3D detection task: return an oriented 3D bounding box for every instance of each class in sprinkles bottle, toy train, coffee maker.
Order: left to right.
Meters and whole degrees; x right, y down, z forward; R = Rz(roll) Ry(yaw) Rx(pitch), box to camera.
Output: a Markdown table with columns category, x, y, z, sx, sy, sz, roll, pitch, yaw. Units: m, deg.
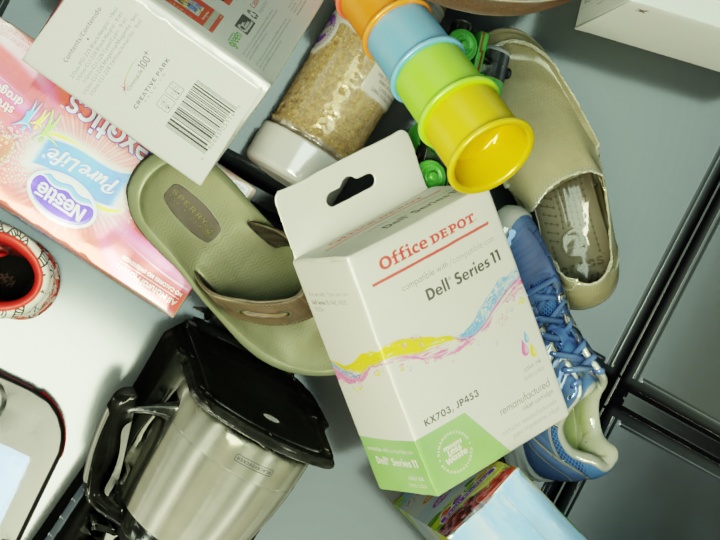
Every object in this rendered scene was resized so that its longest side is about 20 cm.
| category | x | y | z | sx | sy | sz | roll | pitch | yaw |
| --- | --- | --- | --- | --- | --- | --- | --- | --- | --- |
| coffee maker | -0.116 | 0.147 | 1.336 | 0.134 | 0.192 | 0.200 | 34 | 103 | 0 |
| sprinkles bottle | 0.003 | -0.143 | 1.386 | 0.068 | 0.068 | 0.201 | 32 | 86 | -7 |
| toy train | 0.056 | -0.064 | 1.359 | 0.056 | 0.042 | 0.201 | 18 | 81 | -21 |

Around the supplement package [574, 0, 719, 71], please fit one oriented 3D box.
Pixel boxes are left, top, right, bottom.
| category | x | y | z | sx | sy | sz | roll | pitch | yaw |
| --- | --- | --- | --- | --- | --- | --- | --- | --- | --- |
| supplement package | 0.251 | -0.242 | 1.378 | 0.151 | 0.151 | 0.201 | 15 | 88 | -8 |

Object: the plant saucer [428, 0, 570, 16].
| category | x | y | z | sx | sy | sz | roll | pitch | yaw |
| --- | --- | --- | --- | --- | --- | --- | --- | --- | --- |
| plant saucer | 0.070 | -0.226 | 1.338 | 0.199 | 0.035 | 0.201 | 10 | 45 | -10 |

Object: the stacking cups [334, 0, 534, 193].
| category | x | y | z | sx | sy | sz | roll | pitch | yaw |
| --- | --- | --- | --- | --- | --- | --- | --- | --- | --- |
| stacking cups | 0.035 | -0.135 | 1.302 | 0.060 | 0.061 | 0.200 | -28 | 54 | -7 |

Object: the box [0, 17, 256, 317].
| category | x | y | z | sx | sy | sz | roll | pitch | yaw |
| --- | --- | --- | --- | --- | --- | --- | --- | --- | --- |
| box | -0.178 | -0.065 | 1.348 | 0.200 | 0.095 | 0.103 | 35 | 87 | -7 |

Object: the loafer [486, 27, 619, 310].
| category | x | y | z | sx | sy | sz | roll | pitch | yaw |
| --- | --- | --- | --- | --- | --- | --- | --- | --- | --- |
| loafer | 0.130 | -0.070 | 1.404 | 0.075 | 0.068 | 0.201 | -24 | 93 | -7 |

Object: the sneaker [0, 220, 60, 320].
| category | x | y | z | sx | sy | sz | roll | pitch | yaw |
| --- | --- | --- | --- | --- | --- | --- | --- | --- | --- |
| sneaker | -0.285 | -0.024 | 1.327 | 0.201 | 0.108 | 0.068 | 23 | 87 | -7 |

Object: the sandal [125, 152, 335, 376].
| category | x | y | z | sx | sy | sz | roll | pitch | yaw |
| --- | --- | --- | --- | --- | --- | --- | --- | --- | --- |
| sandal | -0.064 | 0.002 | 1.298 | 0.201 | 0.057 | 0.080 | 39 | 84 | -28 |

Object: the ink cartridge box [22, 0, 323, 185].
| category | x | y | z | sx | sy | sz | roll | pitch | yaw |
| --- | --- | --- | --- | --- | --- | --- | --- | --- | --- |
| ink cartridge box | -0.125 | -0.170 | 1.298 | 0.175 | 0.200 | 0.084 | 36 | 117 | -6 |

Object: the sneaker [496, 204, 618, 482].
| category | x | y | z | sx | sy | sz | roll | pitch | yaw |
| --- | --- | --- | --- | --- | --- | --- | --- | --- | --- |
| sneaker | 0.123 | 0.049 | 1.371 | 0.076 | 0.077 | 0.201 | -37 | 122 | -40 |

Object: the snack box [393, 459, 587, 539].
| category | x | y | z | sx | sy | sz | roll | pitch | yaw |
| --- | --- | --- | --- | --- | --- | --- | --- | --- | --- |
| snack box | 0.113 | 0.197 | 1.336 | 0.068 | 0.200 | 0.169 | -44 | 95 | -5 |

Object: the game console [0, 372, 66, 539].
| category | x | y | z | sx | sy | sz | roll | pitch | yaw |
| --- | --- | --- | --- | --- | --- | --- | --- | --- | --- |
| game console | -0.304 | 0.144 | 1.364 | 0.176 | 0.031 | 0.201 | 26 | 86 | -8 |

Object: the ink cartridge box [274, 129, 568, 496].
| category | x | y | z | sx | sy | sz | roll | pitch | yaw |
| --- | --- | --- | --- | --- | --- | --- | --- | --- | --- |
| ink cartridge box | 0.038 | 0.023 | 1.286 | 0.117 | 0.067 | 0.201 | -29 | 105 | -29 |
